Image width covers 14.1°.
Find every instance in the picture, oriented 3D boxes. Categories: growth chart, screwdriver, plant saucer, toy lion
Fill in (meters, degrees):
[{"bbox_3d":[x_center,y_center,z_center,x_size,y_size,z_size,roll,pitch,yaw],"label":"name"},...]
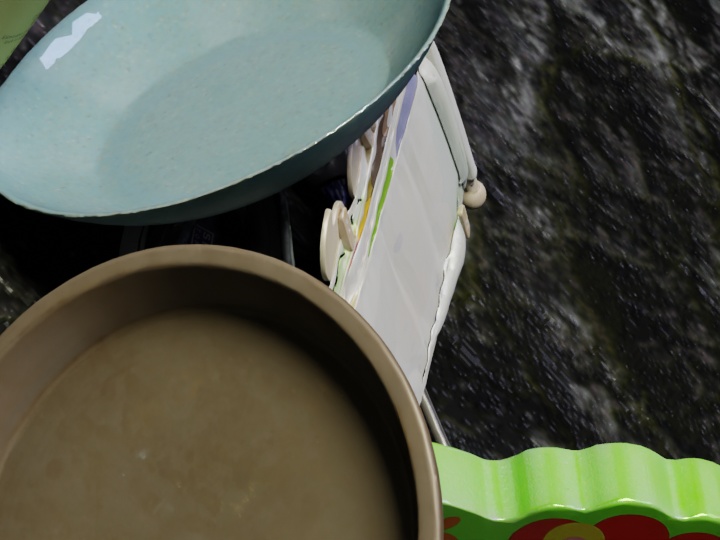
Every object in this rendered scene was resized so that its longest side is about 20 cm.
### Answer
[{"bbox_3d":[0.014,-0.014,1.183,0.145,0.018,0.200,72,27,-42],"label":"growth chart"},{"bbox_3d":[0.000,0.000,1.254,0.028,0.029,0.200,1,63,-47],"label":"screwdriver"},{"bbox_3d":[-0.059,0.092,0.942,0.029,0.200,0.200,23,36,-60],"label":"plant saucer"},{"bbox_3d":[0.041,0.116,1.004,0.200,0.192,0.069,35,34,-33],"label":"toy lion"},{"bbox_3d":[-0.051,-0.071,1.144,0.201,0.201,0.039,-76,147,-52],"label":"plant saucer"}]

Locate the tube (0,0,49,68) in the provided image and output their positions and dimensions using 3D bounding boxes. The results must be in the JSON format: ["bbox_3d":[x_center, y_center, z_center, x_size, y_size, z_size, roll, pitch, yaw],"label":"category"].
[{"bbox_3d":[-0.119,-0.135,1.096,0.052,0.200,0.058,3,52,-43],"label":"tube"}]

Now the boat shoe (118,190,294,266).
[{"bbox_3d":[-0.055,0.028,1.115,0.072,0.068,0.200,30,37,-22],"label":"boat shoe"}]
